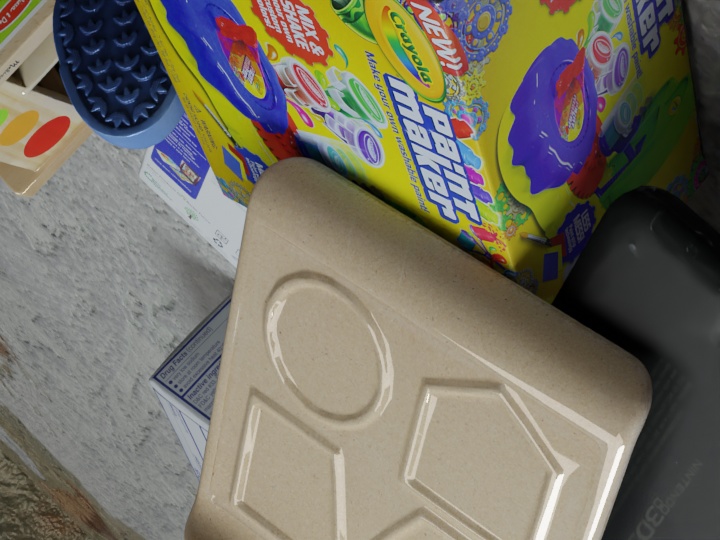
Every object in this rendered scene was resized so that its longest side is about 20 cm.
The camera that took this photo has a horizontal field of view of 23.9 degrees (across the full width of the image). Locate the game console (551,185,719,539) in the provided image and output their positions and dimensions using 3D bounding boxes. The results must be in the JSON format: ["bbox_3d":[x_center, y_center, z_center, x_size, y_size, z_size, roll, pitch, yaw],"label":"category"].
[{"bbox_3d":[0.152,0.076,0.658,0.176,0.116,0.201,44,133,22],"label":"game console"}]

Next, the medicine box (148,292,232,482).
[{"bbox_3d":[-0.039,0.142,1.269,0.199,0.103,0.183,34,157,28],"label":"medicine box"}]

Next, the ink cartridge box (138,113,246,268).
[{"bbox_3d":[-0.075,-0.065,0.998,0.099,0.039,0.200,44,161,0],"label":"ink cartridge box"}]

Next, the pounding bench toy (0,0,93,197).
[{"bbox_3d":[-0.183,-0.159,0.948,0.124,0.200,0.156,48,-171,14],"label":"pounding bench toy"}]

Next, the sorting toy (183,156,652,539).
[{"bbox_3d":[0.016,0.078,0.683,0.185,0.036,0.201,32,124,27],"label":"sorting toy"}]

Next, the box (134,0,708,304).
[{"bbox_3d":[0.018,-0.099,0.672,0.192,0.122,0.201,28,154,35],"label":"box"}]

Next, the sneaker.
[{"bbox_3d":[-0.103,-0.139,0.797,0.078,0.070,0.202,63,-161,-65],"label":"sneaker"}]
